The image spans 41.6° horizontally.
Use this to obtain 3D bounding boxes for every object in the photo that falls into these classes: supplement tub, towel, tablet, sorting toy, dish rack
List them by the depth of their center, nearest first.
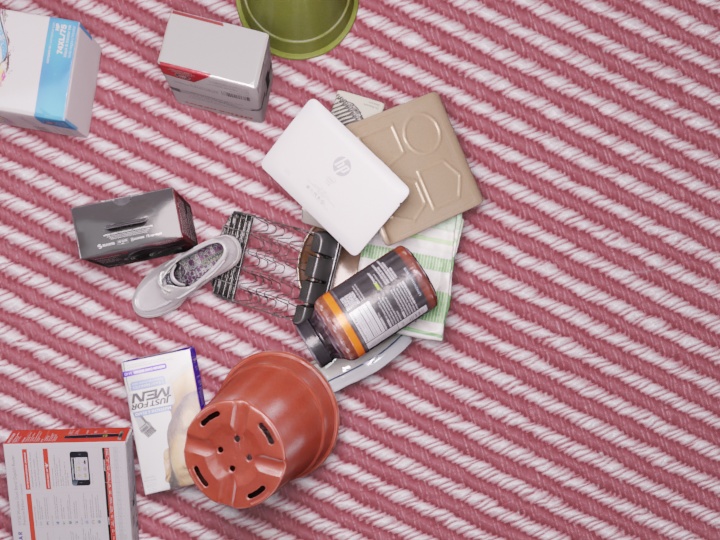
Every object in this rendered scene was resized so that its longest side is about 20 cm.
[{"bbox_3d":[-0.038,-0.134,1.368,0.200,0.014,0.130,44,106,6],"label":"tablet"},{"bbox_3d":[0.006,0.058,1.372,0.199,0.107,0.108,-32,89,-5],"label":"supplement tub"},{"bbox_3d":[0.075,-0.154,1.425,0.198,0.036,0.187,-24,91,-28],"label":"sorting toy"},{"bbox_3d":[-0.136,-0.005,1.443,0.198,0.054,0.156,15,91,28],"label":"dish rack"},{"bbox_3d":[0.071,-0.003,1.445,0.150,0.023,0.203,9,83,0],"label":"towel"}]

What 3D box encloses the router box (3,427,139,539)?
[{"bbox_3d":[-0.426,0.336,1.407,0.176,0.049,0.203,0,106,-3],"label":"router box"}]

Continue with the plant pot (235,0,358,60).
[{"bbox_3d":[-0.095,-0.439,1.415,0.197,0.190,0.204,0,87,-4],"label":"plant pot"}]

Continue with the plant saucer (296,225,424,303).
[{"bbox_3d":[0.000,0.000,1.472,0.197,0.037,0.204,0,83,-2],"label":"plant saucer"}]

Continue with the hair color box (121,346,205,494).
[{"bbox_3d":[-0.289,0.226,1.441,0.108,0.065,0.203,-11,90,-4],"label":"hair color box"}]

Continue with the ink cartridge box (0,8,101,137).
[{"bbox_3d":[-0.509,-0.296,1.410,0.197,0.147,0.148,9,88,-3],"label":"ink cartridge box"}]

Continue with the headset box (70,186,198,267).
[{"bbox_3d":[-0.326,-0.061,1.382,0.147,0.200,0.078,-12,88,-4],"label":"headset box"}]

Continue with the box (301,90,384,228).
[{"bbox_3d":[-0.026,-0.164,1.448,0.081,0.068,0.203,15,75,1],"label":"box"}]

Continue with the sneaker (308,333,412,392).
[{"bbox_3d":[-0.016,0.132,1.452,0.198,0.073,0.071,-29,94,-3],"label":"sneaker"}]

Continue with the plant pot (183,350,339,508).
[{"bbox_3d":[-0.148,0.234,1.355,0.197,0.195,0.204,2,97,13],"label":"plant pot"}]

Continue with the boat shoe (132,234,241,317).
[{"bbox_3d":[-0.270,0.011,1.430,0.198,0.068,0.073,-25,84,13],"label":"boat shoe"}]

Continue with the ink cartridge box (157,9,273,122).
[{"bbox_3d":[-0.208,-0.296,1.399,0.142,0.200,0.085,14,83,-2],"label":"ink cartridge box"}]
